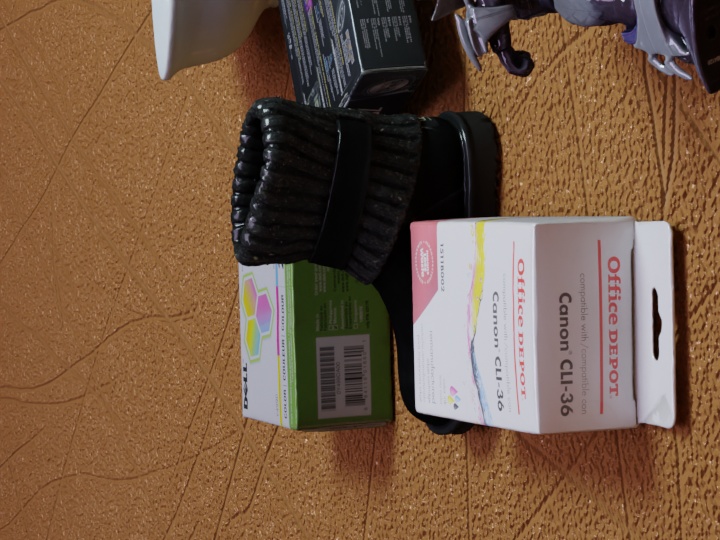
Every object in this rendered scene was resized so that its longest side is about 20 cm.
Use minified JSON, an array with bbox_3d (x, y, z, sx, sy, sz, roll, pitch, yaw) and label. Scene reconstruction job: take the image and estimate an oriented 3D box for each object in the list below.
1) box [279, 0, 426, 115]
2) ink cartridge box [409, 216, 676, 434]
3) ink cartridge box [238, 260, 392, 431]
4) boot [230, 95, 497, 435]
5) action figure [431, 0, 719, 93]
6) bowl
[{"bbox_3d":[-0.015,-0.190,1.414,0.160,0.043,0.201,125,136,-66],"label":"box"},{"bbox_3d":[0.098,0.028,1.196,0.200,0.067,0.117,-179,86,-66],"label":"ink cartridge box"},{"bbox_3d":[-0.053,0.031,1.529,0.200,0.075,0.149,-176,84,-65],"label":"ink cartridge box"},{"bbox_3d":[-0.001,-0.001,1.306,0.079,0.157,0.212,-173,81,-66],"label":"boot"},{"bbox_3d":[0.115,-0.141,1.079,0.200,0.130,0.070,14,136,51],"label":"action figure"},{"bbox_3d":[-0.106,-0.242,1.576,0.201,0.090,0.202,177,90,-80],"label":"bowl"}]
